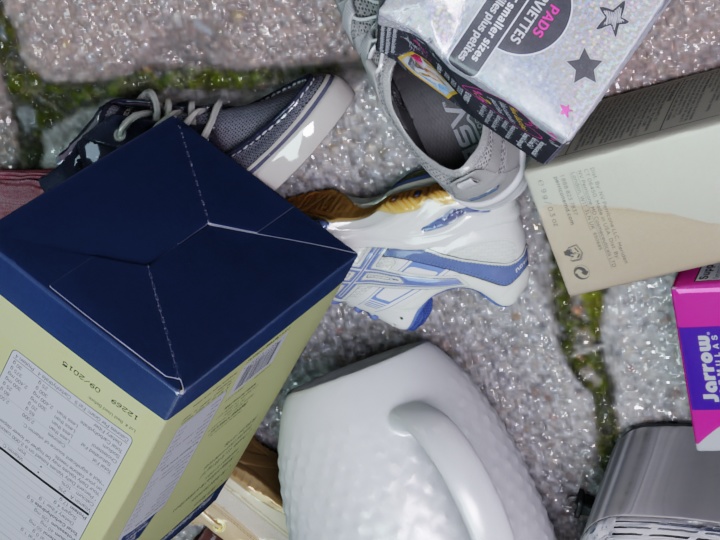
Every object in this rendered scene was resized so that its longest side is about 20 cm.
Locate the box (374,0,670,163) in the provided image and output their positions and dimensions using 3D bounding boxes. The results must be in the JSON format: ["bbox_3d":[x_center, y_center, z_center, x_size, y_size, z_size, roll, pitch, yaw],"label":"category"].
[{"bbox_3d":[0.108,-0.167,1.156,0.114,0.132,0.201,33,88,1],"label":"box"}]

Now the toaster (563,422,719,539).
[{"bbox_3d":[0.199,0.161,1.326,0.199,0.129,0.114,8,116,17],"label":"toaster"}]

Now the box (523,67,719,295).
[{"bbox_3d":[0.197,-0.058,1.244,0.199,0.095,0.078,-13,110,26],"label":"box"}]

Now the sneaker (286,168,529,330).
[{"bbox_3d":[0.000,0.000,1.355,0.199,0.075,0.089,-10,111,25],"label":"sneaker"}]

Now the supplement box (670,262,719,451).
[{"bbox_3d":[0.275,0.027,1.252,0.199,0.103,0.102,-3,114,23],"label":"supplement box"}]

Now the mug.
[{"bbox_3d":[0.036,0.135,1.342,0.147,0.200,0.176,-21,91,-18],"label":"mug"}]

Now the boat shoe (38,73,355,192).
[{"bbox_3d":[-0.099,-0.071,1.356,0.200,0.075,0.093,-37,106,31],"label":"boat shoe"}]

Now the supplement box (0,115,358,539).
[{"bbox_3d":[-0.136,0.058,1.278,0.134,0.200,0.200,37,123,10],"label":"supplement box"}]

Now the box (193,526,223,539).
[{"bbox_3d":[-0.053,0.264,1.485,0.200,0.100,0.075,38,121,1],"label":"box"}]

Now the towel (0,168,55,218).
[{"bbox_3d":[-0.225,0.032,1.484,0.143,0.023,0.201,0,114,21],"label":"towel"}]

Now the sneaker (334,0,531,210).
[{"bbox_3d":[0.031,-0.128,1.258,0.075,0.082,0.201,-32,83,13],"label":"sneaker"}]

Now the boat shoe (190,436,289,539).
[{"bbox_3d":[-0.093,0.128,1.450,0.200,0.074,0.069,38,115,-1],"label":"boat shoe"}]
